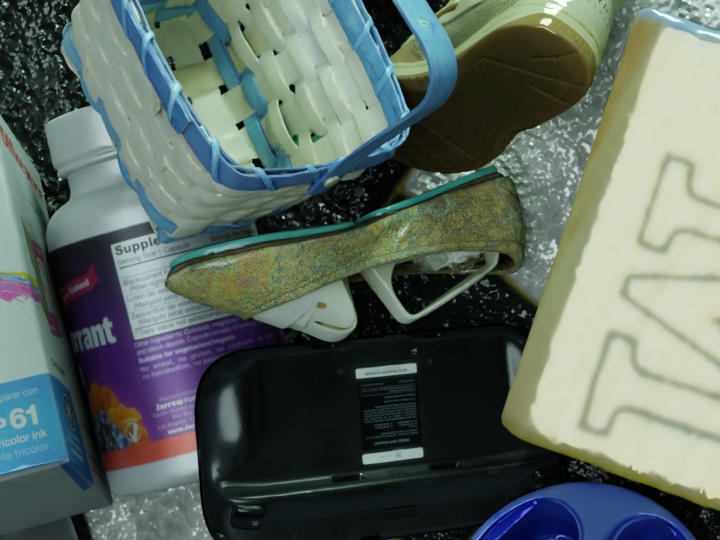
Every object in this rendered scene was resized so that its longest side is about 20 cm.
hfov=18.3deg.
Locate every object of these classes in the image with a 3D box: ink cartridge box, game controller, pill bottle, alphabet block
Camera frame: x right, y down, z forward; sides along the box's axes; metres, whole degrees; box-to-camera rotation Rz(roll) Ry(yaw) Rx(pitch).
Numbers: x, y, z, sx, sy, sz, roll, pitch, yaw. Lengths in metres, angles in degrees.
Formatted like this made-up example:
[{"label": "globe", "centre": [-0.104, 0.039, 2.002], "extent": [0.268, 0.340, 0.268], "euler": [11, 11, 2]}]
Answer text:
[{"label": "ink cartridge box", "centre": [-0.199, 0.027, 1.167], "extent": [0.084, 0.145, 0.201], "euler": [-16, 75, -2]}, {"label": "game controller", "centre": [0.012, 0.085, 1.146], "extent": [0.199, 0.042, 0.105], "euler": [-5, 83, -23]}, {"label": "pill bottle", "centre": [-0.103, 0.010, 1.184], "extent": [0.111, 0.111, 0.201], "euler": [-15, 89, 16]}, {"label": "alphabet block", "centre": [0.198, 0.004, 1.056], "extent": [0.195, 0.195, 0.201], "euler": [20, 97, 12]}]

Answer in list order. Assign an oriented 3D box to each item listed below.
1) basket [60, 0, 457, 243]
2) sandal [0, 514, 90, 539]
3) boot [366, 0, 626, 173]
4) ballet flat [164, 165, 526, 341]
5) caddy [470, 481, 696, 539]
[{"label": "basket", "centre": [-0.048, -0.119, 1.071], "extent": [0.200, 0.139, 0.177], "euler": [-39, 73, 52]}, {"label": "sandal", "centre": [-0.203, 0.098, 1.252], "extent": [0.076, 0.043, 0.201], "euler": [-26, 86, 15]}, {"label": "boot", "centre": [0.081, -0.138, 1.138], "extent": [0.073, 0.200, 0.156], "euler": [38, 63, -15]}, {"label": "ballet flat", "centre": [0.000, 0.000, 1.133], "extent": [0.199, 0.071, 0.071], "euler": [-16, 88, -26]}, {"label": "caddy", "centre": [0.108, 0.208, 1.117], "extent": [0.140, 0.105, 0.201], "euler": [8, 79, 15]}]
